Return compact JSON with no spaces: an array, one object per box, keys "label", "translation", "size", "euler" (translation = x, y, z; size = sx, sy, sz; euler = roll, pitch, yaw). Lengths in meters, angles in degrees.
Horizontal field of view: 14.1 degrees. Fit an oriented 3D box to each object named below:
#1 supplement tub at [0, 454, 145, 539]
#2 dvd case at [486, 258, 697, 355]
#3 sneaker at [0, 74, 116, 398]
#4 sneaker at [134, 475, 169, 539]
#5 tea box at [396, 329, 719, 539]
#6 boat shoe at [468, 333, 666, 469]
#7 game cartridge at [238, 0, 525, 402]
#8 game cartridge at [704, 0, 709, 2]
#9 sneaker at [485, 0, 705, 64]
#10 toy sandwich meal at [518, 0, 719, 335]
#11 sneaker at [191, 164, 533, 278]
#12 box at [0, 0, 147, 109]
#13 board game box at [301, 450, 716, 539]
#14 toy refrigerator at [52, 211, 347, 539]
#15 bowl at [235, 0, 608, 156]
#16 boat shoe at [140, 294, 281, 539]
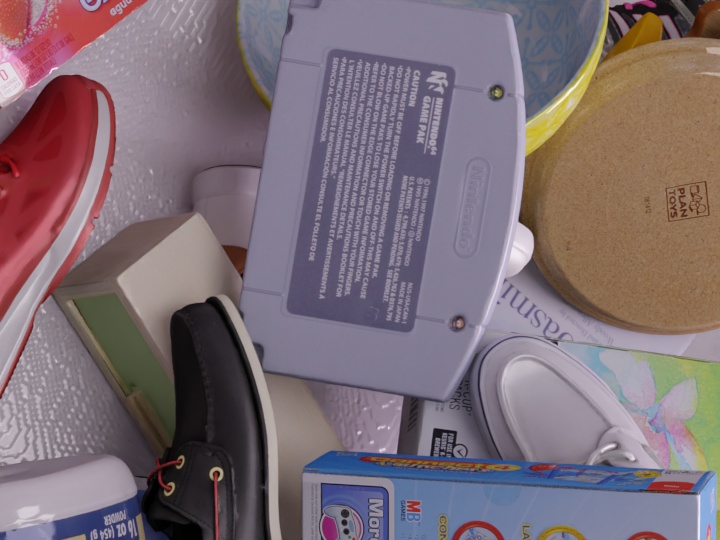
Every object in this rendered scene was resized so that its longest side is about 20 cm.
[{"label":"supplement tub","translation":[-0.165,0.199,1.416],"size":[0.144,0.144,0.201],"euler":[-11,92,-34]},{"label":"dvd case","translation":[0.141,-0.010,1.685],"size":[0.143,0.018,0.200],"euler":[41,63,-2]},{"label":"sneaker","translation":[-0.204,-0.027,1.451],"size":[0.115,0.078,0.201],"euler":[31,69,-29]},{"label":"sneaker","translation":[-0.083,0.199,1.500],"size":[0.076,0.077,0.200],"euler":[-24,98,-8]},{"label":"tea box","translation":[0.113,0.146,1.544],"size":[0.196,0.134,0.201],"euler":[7,79,-3]},{"label":"boat shoe","translation":[0.128,0.112,1.450],"size":[0.074,0.065,0.200],"euler":[-38,84,-9]},{"label":"game cartridge","translation":[0.014,-0.039,1.475],"size":[0.133,0.041,0.201],"euler":[10,89,9]},{"label":"game cartridge","translation":[0.256,-0.137,1.732],"size":[0.040,0.133,0.201],"euler":[-5,88,-41]},{"label":"sneaker","translation":[0.154,-0.131,1.686],"size":[0.199,0.074,0.088],"euler":[26,63,-14]},{"label":"toy sandwich meal","translation":[0.182,-0.059,1.632],"size":[0.204,0.070,0.206],"euler":[-1,119,-2]},{"label":"sneaker","translation":[0.000,0.000,1.584],"size":[0.199,0.073,0.085],"euler":[7,73,-21]},{"label":"box","translation":[-0.157,-0.168,1.480],"size":[0.200,0.103,0.095],"euler":[-40,107,-28]},{"label":"board game box","translation":[0.071,0.193,1.412],"size":[0.056,0.195,0.201],"euler":[-25,117,-73]},{"label":"toy refrigerator","translation":[-0.075,0.074,1.528],"size":[0.070,0.076,0.200],"euler":[-40,108,-29]},{"label":"bowl","translation":[0.038,-0.116,1.586],"size":[0.200,0.200,0.108],"euler":[-58,158,-23]},{"label":"boat shoe","translation":[-0.074,0.112,1.437],"size":[0.063,0.074,0.202],"euler":[-4,83,-17]}]
